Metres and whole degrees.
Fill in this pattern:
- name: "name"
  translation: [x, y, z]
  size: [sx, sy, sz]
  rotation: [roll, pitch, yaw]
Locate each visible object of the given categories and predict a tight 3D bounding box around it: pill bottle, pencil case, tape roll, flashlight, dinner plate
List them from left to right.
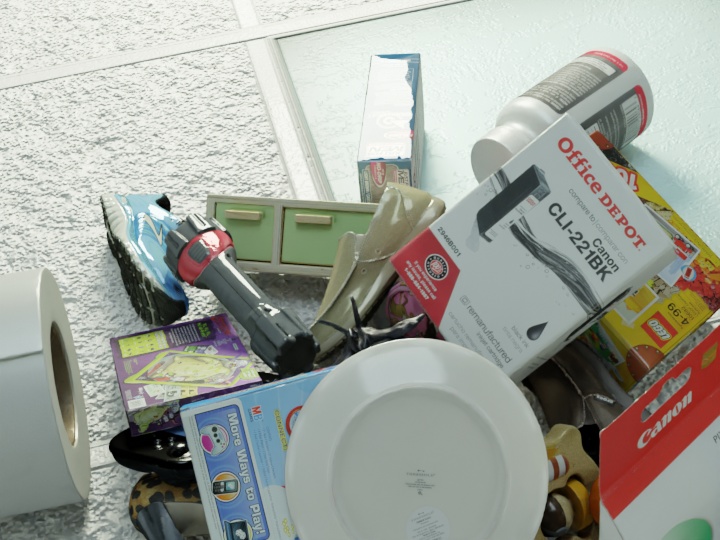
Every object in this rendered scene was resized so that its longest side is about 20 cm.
- name: "tape roll"
  translation: [-0.316, 0.108, 1.137]
  size: [0.137, 0.205, 0.204]
  rotation: [-10, 41, -4]
- name: "flashlight"
  translation: [-0.110, 0.026, 1.246]
  size: [0.067, 0.069, 0.200]
  rotation: [-15, 44, -36]
- name: "dinner plate"
  translation: [0.042, 0.152, 0.988]
  size: [0.197, 0.203, 0.024]
  rotation: [-6, -2, 0]
- name: "pencil case"
  translation: [0.109, 0.000, 1.294]
  size: [0.082, 0.087, 0.200]
  rotation: [38, 54, 14]
- name: "pill bottle"
  translation: [0.214, -0.150, 1.434]
  size: [0.199, 0.112, 0.110]
  rotation: [-34, 48, -29]

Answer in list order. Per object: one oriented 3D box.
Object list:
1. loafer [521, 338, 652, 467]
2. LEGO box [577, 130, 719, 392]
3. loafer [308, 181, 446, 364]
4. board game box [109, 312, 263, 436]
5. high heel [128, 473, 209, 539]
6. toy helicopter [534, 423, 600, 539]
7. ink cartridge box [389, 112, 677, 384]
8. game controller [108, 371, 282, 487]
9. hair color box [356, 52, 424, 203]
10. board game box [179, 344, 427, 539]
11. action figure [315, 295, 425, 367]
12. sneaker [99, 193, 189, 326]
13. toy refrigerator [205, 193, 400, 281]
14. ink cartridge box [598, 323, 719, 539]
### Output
- name: "loafer"
  translation: [0.191, 0.123, 1.155]
  size: [0.070, 0.074, 0.200]
  rotation: [-27, 45, -22]
- name: "LEGO box"
  translation: [0.227, -0.006, 1.235]
  size: [0.148, 0.077, 0.200]
  rotation: [-35, 75, -29]
- name: "loafer"
  translation: [0.000, 0.000, 1.267]
  size: [0.068, 0.076, 0.201]
  rotation: [38, 86, 7]
- name: "board game box"
  translation: [-0.160, 0.090, 1.209]
  size: [0.118, 0.033, 0.200]
  rotation: [-16, 18, -10]
- name: "high heel"
  translation: [-0.094, 0.184, 1.131]
  size: [0.198, 0.072, 0.143]
  rotation: [-19, 33, -20]
- name: "toy helicopter"
  translation: [0.122, 0.162, 1.045]
  size: [0.132, 0.201, 0.079]
  rotation: [-47, 21, -23]
- name: "ink cartridge box"
  translation: [0.148, -0.012, 1.137]
  size: [0.199, 0.084, 0.145]
  rotation: [-39, 76, 9]
- name: "game controller"
  translation: [-0.124, 0.130, 1.162]
  size: [0.103, 0.043, 0.199]
  rotation: [16, 24, 29]
- name: "hair color box"
  translation: [0.035, -0.140, 1.452]
  size: [0.060, 0.101, 0.201]
  rotation: [-1, 41, 6]
- name: "board game box"
  translation: [-0.021, 0.177, 1.028]
  size: [0.193, 0.203, 0.056]
  rotation: [-14, 0, -4]
- name: "action figure"
  translation: [0.035, 0.115, 1.112]
  size: [0.118, 0.102, 0.201]
  rotation: [-32, 87, 3]
- name: "sneaker"
  translation: [-0.205, -0.025, 1.370]
  size: [0.089, 0.079, 0.201]
  rotation: [-15, 42, -15]
- name: "toy refrigerator"
  translation: [-0.055, -0.033, 1.342]
  size: [0.197, 0.077, 0.070]
  rotation: [5, 2, 12]
- name: "ink cartridge box"
  translation: [0.244, 0.158, 1.011]
  size: [0.160, 0.202, 0.050]
  rotation: [-36, 49, -30]
